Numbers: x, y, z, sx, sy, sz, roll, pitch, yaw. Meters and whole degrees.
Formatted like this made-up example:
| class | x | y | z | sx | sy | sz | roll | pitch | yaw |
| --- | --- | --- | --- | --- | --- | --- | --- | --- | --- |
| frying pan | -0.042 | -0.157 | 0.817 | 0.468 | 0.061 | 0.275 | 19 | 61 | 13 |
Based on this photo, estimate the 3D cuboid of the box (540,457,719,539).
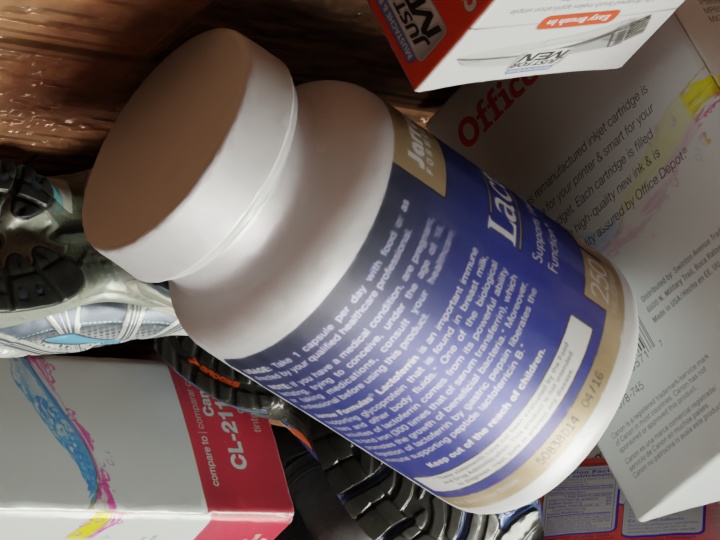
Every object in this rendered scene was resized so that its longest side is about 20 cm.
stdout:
| class | x | y | z | sx | sy | sz | roll | pitch | yaw |
| --- | --- | --- | --- | --- | --- | --- | --- | --- | --- |
| box | 0.177 | 0.143 | 1.249 | 0.199 | 0.103 | 0.095 | -4 | 122 | 10 |

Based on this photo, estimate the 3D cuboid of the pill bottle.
| class | x | y | z | sx | sy | sz | roll | pitch | yaw |
| --- | --- | --- | --- | --- | --- | --- | --- | --- | --- |
| pill bottle | 0.000 | 0.000 | 1.081 | 0.200 | 0.116 | 0.116 | 33 | 125 | -30 |

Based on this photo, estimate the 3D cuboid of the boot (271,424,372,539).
| class | x | y | z | sx | sy | sz | roll | pitch | yaw |
| --- | --- | --- | --- | --- | --- | --- | --- | --- | --- |
| boot | 0.003 | 0.088 | 1.356 | 0.131 | 0.070 | 0.200 | -35 | -155 | -4 |

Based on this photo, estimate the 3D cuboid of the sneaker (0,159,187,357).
| class | x | y | z | sx | sy | sz | roll | pitch | yaw |
| --- | --- | --- | --- | --- | --- | --- | --- | --- | --- |
| sneaker | -0.111 | -0.004 | 1.126 | 0.199 | 0.078 | 0.086 | 3 | 158 | -40 |

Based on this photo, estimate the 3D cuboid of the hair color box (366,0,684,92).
| class | x | y | z | sx | sy | sz | roll | pitch | yaw |
| --- | --- | --- | --- | --- | --- | --- | --- | --- | --- |
| hair color box | 0.095 | -0.148 | 1.012 | 0.110 | 0.064 | 0.200 | -10 | 153 | -40 |

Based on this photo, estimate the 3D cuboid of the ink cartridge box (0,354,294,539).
| class | x | y | z | sx | sy | sz | roll | pitch | yaw |
| --- | --- | --- | --- | --- | --- | --- | --- | --- | --- |
| ink cartridge box | -0.154 | 0.105 | 1.253 | 0.199 | 0.083 | 0.146 | 5 | 145 | -35 |

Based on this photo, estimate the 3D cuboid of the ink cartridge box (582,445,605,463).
| class | x | y | z | sx | sy | sz | roll | pitch | yaw |
| --- | --- | --- | --- | --- | --- | --- | --- | --- | --- |
| ink cartridge box | 0.091 | 0.089 | 1.405 | 0.144 | 0.084 | 0.200 | -35 | -165 | 22 |

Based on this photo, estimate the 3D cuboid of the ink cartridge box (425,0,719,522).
| class | x | y | z | sx | sy | sz | roll | pitch | yaw |
| --- | --- | --- | --- | --- | --- | --- | --- | --- | --- |
| ink cartridge box | 0.154 | -0.026 | 1.180 | 0.144 | 0.201 | 0.145 | -10 | 155 | -44 |

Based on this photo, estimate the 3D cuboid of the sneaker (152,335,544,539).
| class | x | y | z | sx | sy | sz | roll | pitch | yaw |
| --- | --- | --- | --- | --- | --- | --- | --- | --- | --- |
| sneaker | 0.001 | 0.056 | 1.240 | 0.075 | 0.200 | 0.078 | -51 | 170 | 12 |
